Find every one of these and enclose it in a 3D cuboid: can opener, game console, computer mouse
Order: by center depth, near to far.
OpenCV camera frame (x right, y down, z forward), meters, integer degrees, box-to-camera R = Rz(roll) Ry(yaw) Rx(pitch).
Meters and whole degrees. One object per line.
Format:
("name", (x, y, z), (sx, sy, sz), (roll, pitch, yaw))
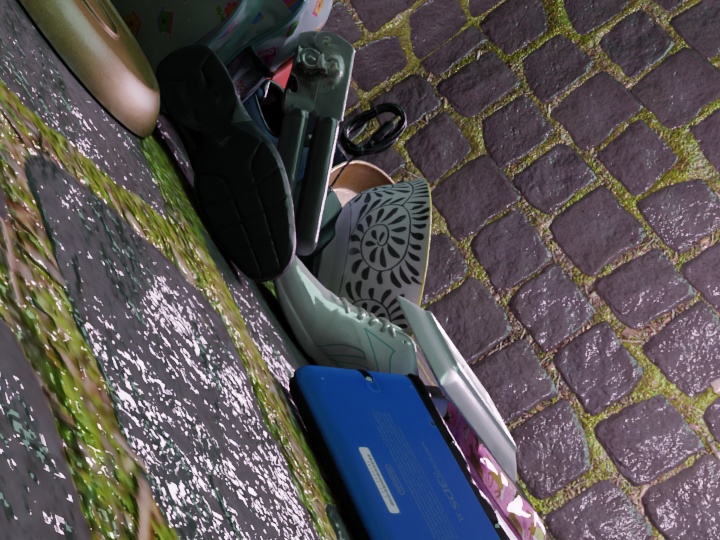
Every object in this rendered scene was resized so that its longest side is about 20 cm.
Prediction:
("game console", (0.029, 0.179, 0.657), (0.169, 0.119, 0.201), (11, 35, -39))
("can opener", (-0.047, -0.109, 0.837), (0.067, 0.052, 0.204), (137, -36, -70))
("computer mouse", (-0.023, -0.081, 0.891), (0.058, 0.201, 0.034), (36, -18, 3))

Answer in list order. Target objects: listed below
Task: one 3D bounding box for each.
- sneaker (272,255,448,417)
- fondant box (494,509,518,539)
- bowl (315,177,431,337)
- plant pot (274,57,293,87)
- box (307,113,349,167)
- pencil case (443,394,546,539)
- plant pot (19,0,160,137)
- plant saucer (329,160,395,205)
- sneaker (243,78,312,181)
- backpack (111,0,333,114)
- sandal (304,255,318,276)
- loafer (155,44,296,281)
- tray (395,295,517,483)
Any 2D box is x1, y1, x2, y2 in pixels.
("sneaker", (-0.001, 0.060, 0.813), (0.202, 0.080, 0.071), (54, 5, -12))
("fondant box", (0.162, 0.325, 0.863), (0.201, 0.058, 0.145), (56, 3, -35))
("bowl", (0.000, 0.000, 0.972), (0.092, 0.205, 0.201), (10, 13, -8))
("plant pot", (-0.159, -0.342, 1.468), (0.202, 0.199, 0.177), (56, -7, 9))
("box", (-0.045, -0.094, 1.249), (0.183, 0.103, 0.201), (55, 3, -29))
("pencil case", (0.110, 0.213, 0.967), (0.201, 0.082, 0.087), (56, 36, -27))
("plant pot", (-0.200, -0.186, 0.695), (0.202, 0.027, 0.200), (56, 4, -5))
("plant saucer", (-0.004, -0.020, 1.101), (0.198, 0.035, 0.205), (11, 75, -49))
("sneaker", (-0.100, -0.155, 0.955), (0.078, 0.091, 0.200), (-19, 54, -43))
("backpack", (-0.127, -0.250, 0.859), (0.177, 0.198, 0.153), (57, 4, 11))
("sandal", (-0.071, -0.046, 0.979), (0.201, 0.044, 0.076), (-110, -152, -58))
("loafer", (-0.097, -0.078, 0.768), (0.072, 0.072, 0.203), (78, -9, -71))
("tray", (0.094, 0.106, 0.881), (0.201, 0.022, 0.108), (53, 8, -47))
